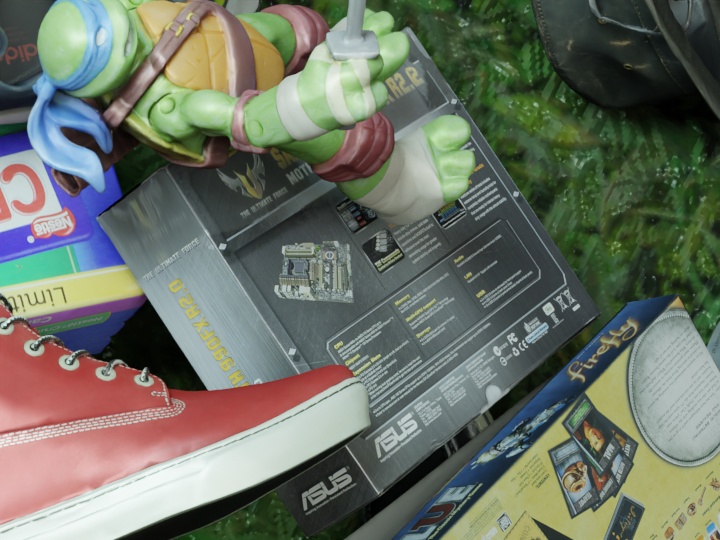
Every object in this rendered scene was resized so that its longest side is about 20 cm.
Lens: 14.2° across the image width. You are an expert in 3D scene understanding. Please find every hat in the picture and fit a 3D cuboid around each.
[{"bbox_3d":[0.123,-0.125,1.349,0.081,0.201,0.202,-26,95,18],"label":"hat"}]

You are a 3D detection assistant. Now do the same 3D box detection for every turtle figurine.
[{"bbox_3d":[-0.022,-0.102,1.107,0.194,0.143,0.201,21,89,-54],"label":"turtle figurine"}]

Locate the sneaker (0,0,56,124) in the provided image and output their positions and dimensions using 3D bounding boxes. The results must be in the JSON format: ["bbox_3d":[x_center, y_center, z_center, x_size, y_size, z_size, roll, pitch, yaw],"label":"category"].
[{"bbox_3d":[-0.184,-0.082,1.116,0.199,0.085,0.075,-23,79,-29],"label":"sneaker"}]

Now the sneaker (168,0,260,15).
[{"bbox_3d":[-0.085,-0.142,1.224,0.080,0.200,0.074,-14,61,-11],"label":"sneaker"}]

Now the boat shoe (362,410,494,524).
[{"bbox_3d":[0.030,0.128,1.294,0.062,0.074,0.202,-10,93,-41],"label":"boat shoe"}]

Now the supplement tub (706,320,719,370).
[{"bbox_3d":[0.250,0.052,1.325,0.122,0.200,0.124,3,83,-22],"label":"supplement tub"}]

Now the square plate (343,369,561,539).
[{"bbox_3d":[0.066,0.177,1.264,0.198,0.028,0.201,-35,114,-34],"label":"square plate"}]

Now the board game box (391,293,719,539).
[{"bbox_3d":[0.098,0.122,1.207,0.200,0.034,0.136,-41,109,-36],"label":"board game box"}]

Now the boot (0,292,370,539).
[{"bbox_3d":[-0.105,0.037,1.103,0.199,0.072,0.145,-19,78,-14],"label":"boot"}]

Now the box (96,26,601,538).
[{"bbox_3d":[0.000,0.000,1.229,0.159,0.048,0.200,55,38,0],"label":"box"}]

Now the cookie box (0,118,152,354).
[{"bbox_3d":[-0.198,-0.054,1.192,0.170,0.075,0.201,-11,74,-27],"label":"cookie box"}]
